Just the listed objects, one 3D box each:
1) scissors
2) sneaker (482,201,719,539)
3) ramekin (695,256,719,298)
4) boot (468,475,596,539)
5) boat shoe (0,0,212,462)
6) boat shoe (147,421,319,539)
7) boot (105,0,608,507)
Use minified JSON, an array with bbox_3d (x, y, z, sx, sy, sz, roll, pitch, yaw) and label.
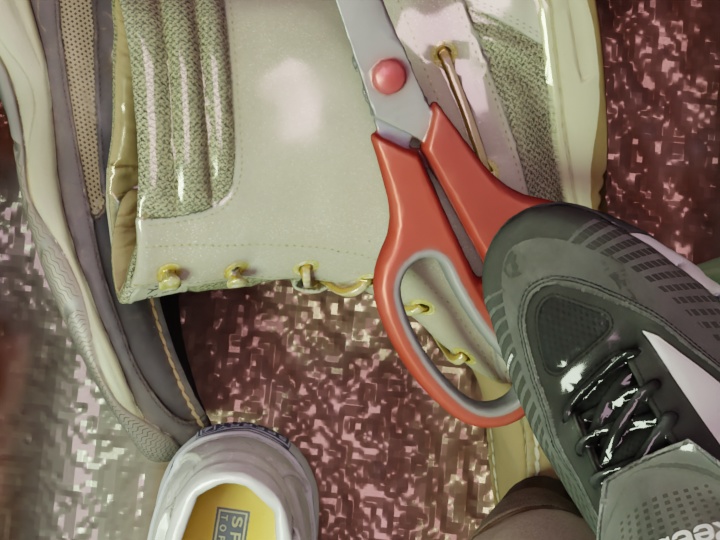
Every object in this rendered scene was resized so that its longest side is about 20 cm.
[{"bbox_3d":[0.007,-0.042,0.811,0.073,0.014,0.200,-37,111,-1],"label":"scissors"},{"bbox_3d":[0.088,0.063,0.732,0.066,0.090,0.201,-36,73,18],"label":"sneaker"},{"bbox_3d":[0.193,0.023,0.831,0.199,0.200,0.098,-16,89,-1],"label":"ramekin"},{"bbox_3d":[0.102,0.140,0.814,0.200,0.146,0.070,38,104,-13],"label":"boot"},{"bbox_3d":[-0.075,-0.040,0.904,0.073,0.075,0.201,-17,86,-3],"label":"boat shoe"},{"bbox_3d":[-0.043,0.153,0.855,0.074,0.086,0.203,7,97,0],"label":"boat shoe"},{"bbox_3d":[0.000,0.000,0.863,0.154,0.072,0.201,-9,106,-15],"label":"boot"}]
